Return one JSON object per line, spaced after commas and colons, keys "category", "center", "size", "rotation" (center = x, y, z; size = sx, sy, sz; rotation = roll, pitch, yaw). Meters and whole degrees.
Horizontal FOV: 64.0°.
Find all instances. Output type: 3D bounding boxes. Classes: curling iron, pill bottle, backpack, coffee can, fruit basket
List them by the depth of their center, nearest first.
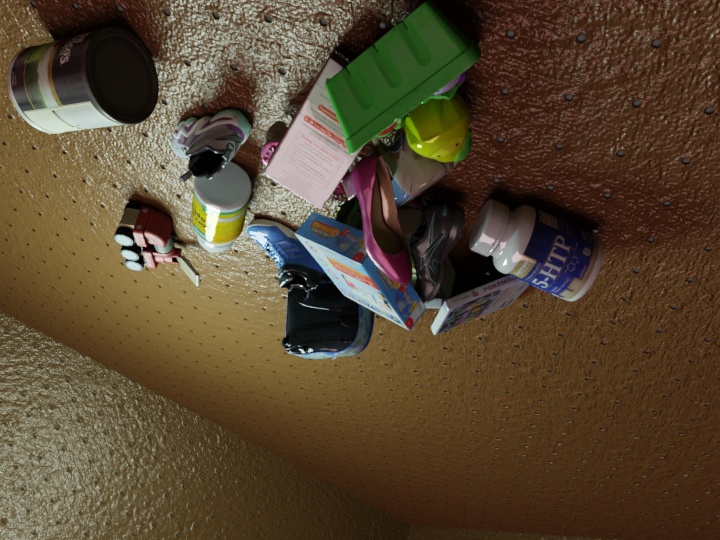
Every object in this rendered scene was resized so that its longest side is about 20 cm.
{"category": "fruit basket", "center": [0.080, -0.216, 0.762], "size": [0.211, 0.156, 0.220], "rotation": [4, 116, 9]}
{"category": "coffee can", "center": [-0.461, -0.311, 0.963], "size": [0.196, 0.148, 0.147], "rotation": [2, 144, 27]}
{"category": "pill bottle", "center": [0.289, -0.039, 0.968], "size": [0.197, 0.121, 0.120], "rotation": [22, 148, -3]}
{"category": "curling iron", "center": [0.066, -0.140, 1.038], "size": [0.196, 0.026, 0.050], "rotation": [17, 129, 13]}
{"category": "pill bottle", "center": [-0.289, -0.122, 1.180], "size": [0.111, 0.114, 0.201], "rotation": [24, 149, -6]}
{"category": "backpack", "center": [-0.064, 0.116, 1.355], "size": [0.196, 0.187, 0.146], "rotation": [-4, 165, 28]}

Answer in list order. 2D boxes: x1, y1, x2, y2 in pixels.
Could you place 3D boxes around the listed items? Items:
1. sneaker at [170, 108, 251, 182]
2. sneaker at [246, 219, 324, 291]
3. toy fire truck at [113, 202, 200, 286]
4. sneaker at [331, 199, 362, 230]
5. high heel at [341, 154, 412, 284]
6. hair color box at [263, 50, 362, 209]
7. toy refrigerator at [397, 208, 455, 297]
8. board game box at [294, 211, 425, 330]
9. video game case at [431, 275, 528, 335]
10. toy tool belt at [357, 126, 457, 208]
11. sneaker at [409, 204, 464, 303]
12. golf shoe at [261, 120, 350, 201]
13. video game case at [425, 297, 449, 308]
{"category": "sneaker", "center": [-0.295, -0.207, 1.029], "size": [0.197, 0.142, 0.078], "rotation": [-10, 139, 38]}
{"category": "sneaker", "center": [-0.170, -0.027, 1.256], "size": [0.197, 0.113, 0.077], "rotation": [27, 148, -10]}
{"category": "toy fire truck", "center": [-0.477, -0.054, 1.399], "size": [0.195, 0.131, 0.177], "rotation": [9, 148, -4]}
{"category": "sneaker", "center": [-0.031, -0.065, 1.152], "size": [0.084, 0.079, 0.200], "rotation": [25, 147, -10]}
{"category": "high heel", "center": [0.041, -0.073, 0.875], "size": [0.202, 0.067, 0.096], "rotation": [59, 149, -8]}
{"category": "hair color box", "center": [-0.051, -0.209, 0.877], "size": [0.110, 0.064, 0.201], "rotation": [30, 116, -16]}
{"category": "toy refrigerator", "center": [0.119, -0.027, 1.131], "size": [0.075, 0.071, 0.201], "rotation": [0, 143, 29]}
{"category": "board game box", "center": [0.000, 0.000, 1.049], "size": [0.198, 0.056, 0.197], "rotation": [26, 159, 45]}
{"category": "video game case", "center": [0.231, 0.062, 1.107], "size": [0.179, 0.023, 0.200], "rotation": [-21, 163, -7]}
{"category": "toy tool belt", "center": [0.056, -0.171, 0.933], "size": [0.199, 0.124, 0.124], "rotation": [-34, 89, 49]}
{"category": "sneaker", "center": [0.120, -0.032, 1.031], "size": [0.078, 0.076, 0.203], "rotation": [10, 120, -10]}
{"category": "golf shoe", "center": [-0.079, -0.191, 0.999], "size": [0.198, 0.093, 0.075], "rotation": [27, 131, -34]}
{"category": "video game case", "center": [0.135, 0.069, 1.205], "size": [0.179, 0.023, 0.198], "rotation": [-1, 176, 34]}
